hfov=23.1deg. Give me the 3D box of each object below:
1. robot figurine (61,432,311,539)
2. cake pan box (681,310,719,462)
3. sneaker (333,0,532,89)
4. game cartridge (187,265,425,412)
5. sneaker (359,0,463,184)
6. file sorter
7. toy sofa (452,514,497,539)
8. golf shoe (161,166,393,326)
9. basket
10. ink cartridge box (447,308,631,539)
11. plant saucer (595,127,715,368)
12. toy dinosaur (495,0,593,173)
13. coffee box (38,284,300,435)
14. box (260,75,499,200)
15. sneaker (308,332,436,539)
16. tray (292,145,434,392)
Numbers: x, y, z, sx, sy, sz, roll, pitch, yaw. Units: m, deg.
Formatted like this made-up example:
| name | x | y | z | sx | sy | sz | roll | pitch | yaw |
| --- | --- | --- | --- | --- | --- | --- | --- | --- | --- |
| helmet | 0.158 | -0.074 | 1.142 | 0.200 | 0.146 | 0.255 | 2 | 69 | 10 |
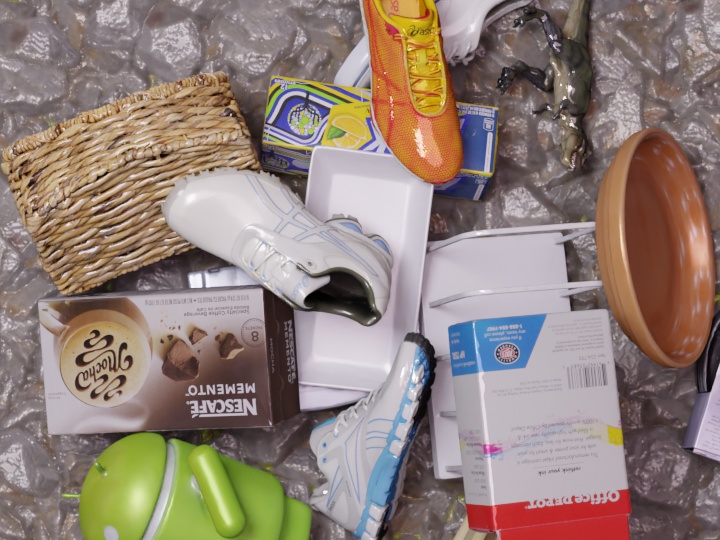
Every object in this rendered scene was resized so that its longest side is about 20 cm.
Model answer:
| name | x | y | z | sx | sy | sz | roll | pitch | yaw |
| --- | --- | --- | --- | --- | --- | --- | --- | --- | --- |
| robot figurine | -0.141 | 0.204 | 1.442 | 0.199 | 0.175 | 0.116 | 23 | 52 | -19 |
| cake pan box | 0.392 | 0.098 | 1.525 | 0.198 | 0.052 | 0.186 | 17 | 82 | -1 |
| sneaker | 0.067 | -0.206 | 1.522 | 0.200 | 0.073 | 0.071 | -40 | 81 | -6 |
| game cartridge | -0.043 | 0.054 | 1.515 | 0.198 | 0.040 | 0.135 | -7 | 82 | -3 |
| sneaker | 0.040 | -0.169 | 1.442 | 0.072 | 0.077 | 0.202 | -15 | 85 | -14 |
| file sorter | 0.135 | 0.066 | 1.463 | 0.137 | 0.124 | 0.202 | -4 | 86 | -18 |
| toy sofa | 0.163 | 0.282 | 1.491 | 0.199 | 0.098 | 0.083 | 33 | 60 | 1 |
| golf shoe | -0.061 | -0.016 | 1.389 | 0.198 | 0.098 | 0.079 | 19 | 119 | -17 |
| basket | -0.192 | -0.101 | 1.442 | 0.198 | 0.143 | 0.150 | -21 | 55 | -3 |
| ink cartridge box | 0.139 | 0.135 | 1.356 | 0.115 | 0.067 | 0.202 | -4 | 86 | -16 |
| plant saucer | 0.245 | -0.017 | 1.473 | 0.037 | 0.200 | 0.202 | -9 | 85 | 32 |
| toy dinosaur | 0.171 | -0.187 | 1.542 | 0.087 | 0.047 | 0.202 | 10 | 84 | -17 |
| coffee box | -0.157 | 0.072 | 1.453 | 0.198 | 0.080 | 0.114 | -3 | 93 | 15 |
| box | 0.016 | -0.112 | 1.509 | 0.198 | 0.070 | 0.065 | 7 | 72 | -3 |
| sneaker | 0.003 | 0.135 | 1.463 | 0.086 | 0.075 | 0.201 | 23 | 115 | 11 |
| tray | 0.000 | 0.000 | 1.478 | 0.106 | 0.022 | 0.202 | 7 | 96 | -2 |
